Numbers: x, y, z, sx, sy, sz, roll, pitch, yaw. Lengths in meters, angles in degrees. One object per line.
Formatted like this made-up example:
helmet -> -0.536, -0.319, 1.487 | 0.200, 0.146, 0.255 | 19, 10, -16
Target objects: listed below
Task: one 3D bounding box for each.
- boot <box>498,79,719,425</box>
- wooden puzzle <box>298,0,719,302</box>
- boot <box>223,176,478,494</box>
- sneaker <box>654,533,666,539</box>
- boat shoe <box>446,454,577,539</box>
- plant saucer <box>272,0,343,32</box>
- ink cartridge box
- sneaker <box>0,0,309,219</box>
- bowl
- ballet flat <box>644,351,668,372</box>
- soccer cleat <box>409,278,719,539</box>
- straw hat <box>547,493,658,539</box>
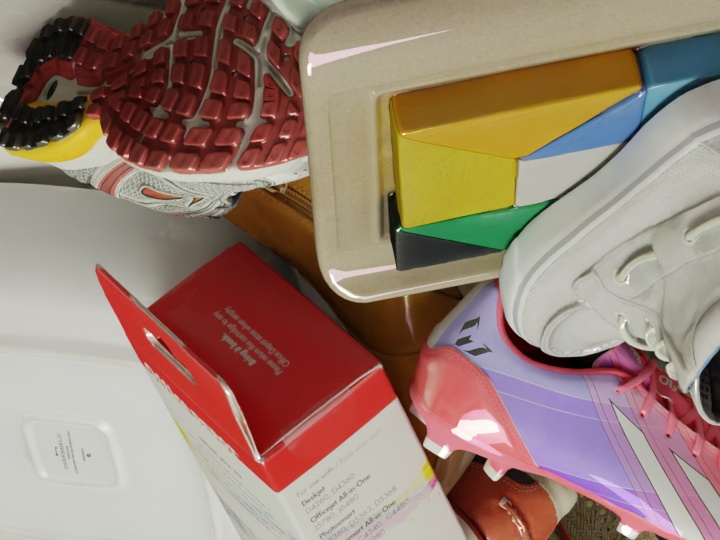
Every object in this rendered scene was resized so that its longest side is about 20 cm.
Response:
boot -> 0.111, 0.014, 1.070 | 0.073, 0.096, 0.200 | -4, 158, -20
wooden puzzle -> 0.073, -0.047, 1.068 | 0.185, 0.037, 0.200 | -11, 154, -3
boot -> 0.000, 0.000, 1.262 | 0.144, 0.071, 0.201 | 24, 133, 14
sneaker -> 0.179, 0.100, 1.363 | 0.078, 0.070, 0.200 | 44, 167, 8
boat shoe -> 0.025, 0.083, 1.389 | 0.200, 0.063, 0.071 | 33, 156, 53
plant saucer -> 0.019, -0.113, 1.068 | 0.200, 0.050, 0.200 | 20, 159, 8
ink cartridge box -> -0.027, 0.071, 1.240 | 0.067, 0.116, 0.200 | -37, 133, -13
sneaker -> -0.062, -0.062, 1.165 | 0.082, 0.078, 0.200 | 29, 169, -33
bowl -> -0.121, 0.057, 1.352 | 0.199, 0.075, 0.200 | 6, 134, 16
ballet flat -> 0.148, 0.013, 1.250 | 0.069, 0.071, 0.200 | -18, 139, -35
soccer cleat -> 0.114, 0.065, 1.215 | 0.200, 0.067, 0.077 | 21, 112, -21
straw hat -> 0.105, 0.130, 1.487 | 0.085, 0.201, 0.201 | -35, 153, -14
